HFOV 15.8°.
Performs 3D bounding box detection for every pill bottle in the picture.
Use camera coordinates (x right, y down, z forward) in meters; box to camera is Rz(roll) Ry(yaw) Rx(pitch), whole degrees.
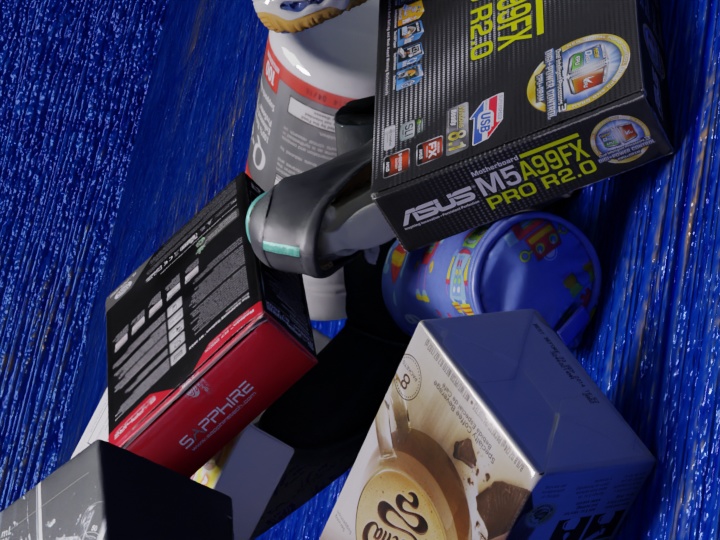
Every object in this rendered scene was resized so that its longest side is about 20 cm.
[{"bbox_3d":[-0.016,-0.073,1.679,0.116,0.115,0.201,-89,9,-52],"label":"pill bottle"}]

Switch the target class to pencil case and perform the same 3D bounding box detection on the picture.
[{"bbox_3d":[0.073,0.010,1.461,0.078,0.087,0.200,-49,10,-9],"label":"pencil case"}]

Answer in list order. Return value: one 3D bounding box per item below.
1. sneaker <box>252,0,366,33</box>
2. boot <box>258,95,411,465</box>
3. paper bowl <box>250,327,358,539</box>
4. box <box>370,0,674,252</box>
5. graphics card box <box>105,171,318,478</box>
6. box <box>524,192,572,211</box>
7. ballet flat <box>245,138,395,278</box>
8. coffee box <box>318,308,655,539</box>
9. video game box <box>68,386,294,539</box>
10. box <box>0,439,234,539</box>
[{"bbox_3d":[0.019,-0.214,1.493,0.089,0.199,0.075,66,161,-12],"label":"sneaker"},{"bbox_3d":[0.000,0.000,1.564,0.165,0.065,0.201,-31,-46,-49],"label":"boot"},{"bbox_3d":[-0.074,0.108,1.713,0.200,0.105,0.201,-35,4,3],"label":"paper bowl"},{"bbox_3d":[0.087,-0.113,1.423,0.159,0.044,0.201,-20,37,19],"label":"box"},{"bbox_3d":[-0.091,0.035,1.509,0.125,0.051,0.200,-43,23,13],"label":"graphics card box"},{"bbox_3d":[0.114,-0.131,1.569,0.144,0.036,0.202,147,137,-73],"label":"box"},{"bbox_3d":[0.027,-0.050,1.484,0.199,0.073,0.073,-29,-13,-30],"label":"ballet flat"},{"bbox_3d":[0.051,0.133,1.290,0.113,0.079,0.201,52,132,37],"label":"coffee box"},{"bbox_3d":[-0.137,0.165,1.558,0.201,0.047,0.182,-63,28,-3],"label":"video game box"},{"bbox_3d":[-0.163,0.228,1.410,0.200,0.104,0.183,-37,43,29],"label":"box"}]
